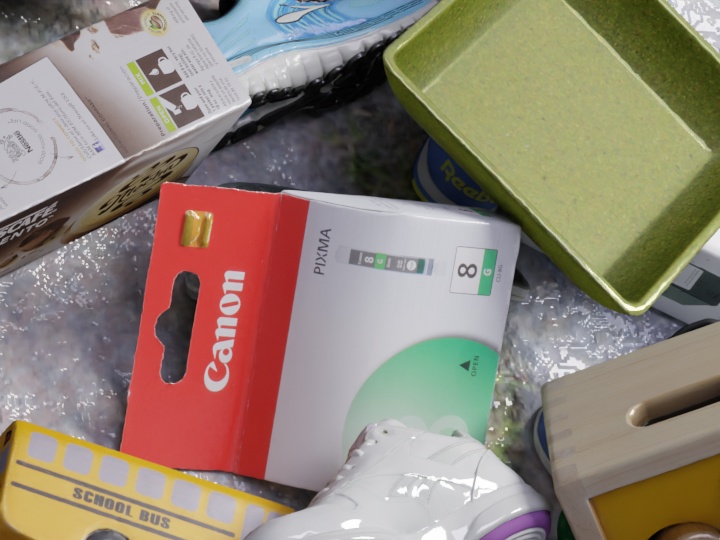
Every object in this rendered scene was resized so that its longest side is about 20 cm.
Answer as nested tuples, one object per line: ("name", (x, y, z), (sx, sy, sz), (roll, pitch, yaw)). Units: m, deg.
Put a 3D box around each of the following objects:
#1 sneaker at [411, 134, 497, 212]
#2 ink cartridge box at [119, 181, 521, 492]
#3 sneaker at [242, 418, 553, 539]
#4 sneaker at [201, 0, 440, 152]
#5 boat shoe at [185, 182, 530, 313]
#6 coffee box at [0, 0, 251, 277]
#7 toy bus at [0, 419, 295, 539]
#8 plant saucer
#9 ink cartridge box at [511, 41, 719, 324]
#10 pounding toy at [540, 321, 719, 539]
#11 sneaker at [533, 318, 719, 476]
("sneaker", (0.089, -0.121, 1.598), (0.074, 0.082, 0.201), (21, 55, -15))
("ink cartridge box", (-0.019, 0.040, 1.436), (0.199, 0.050, 0.162), (4, 101, -28))
("sneaker", (0.003, 0.130, 1.381), (0.200, 0.075, 0.100), (-7, 46, -42))
("sneaker", (-0.039, -0.143, 1.547), (0.200, 0.078, 0.090), (-21, 74, -34))
("boat shoe", (0.000, 0.001, 1.509), (0.201, 0.065, 0.074), (9, 26, -27))
("coffee box", (-0.172, -0.061, 1.416), (0.200, 0.113, 0.080), (-28, 81, -35))
("toy bus", (-0.101, 0.149, 1.380), (0.199, 0.065, 0.079), (20, 56, -18))
("plant saucer", (0.123, -0.086, 1.509), (0.200, 0.048, 0.200), (46, 50, 1))
("ink cartridge box", (0.205, -0.054, 1.622), (0.199, 0.084, 0.146), (26, 57, -14))
("pounding toy", (0.184, 0.152, 1.434), (0.142, 0.199, 0.185), (-93, 161, -60))
("sneaker", (0.211, 0.081, 1.542), (0.199, 0.115, 0.081), (-3, 69, -28))
